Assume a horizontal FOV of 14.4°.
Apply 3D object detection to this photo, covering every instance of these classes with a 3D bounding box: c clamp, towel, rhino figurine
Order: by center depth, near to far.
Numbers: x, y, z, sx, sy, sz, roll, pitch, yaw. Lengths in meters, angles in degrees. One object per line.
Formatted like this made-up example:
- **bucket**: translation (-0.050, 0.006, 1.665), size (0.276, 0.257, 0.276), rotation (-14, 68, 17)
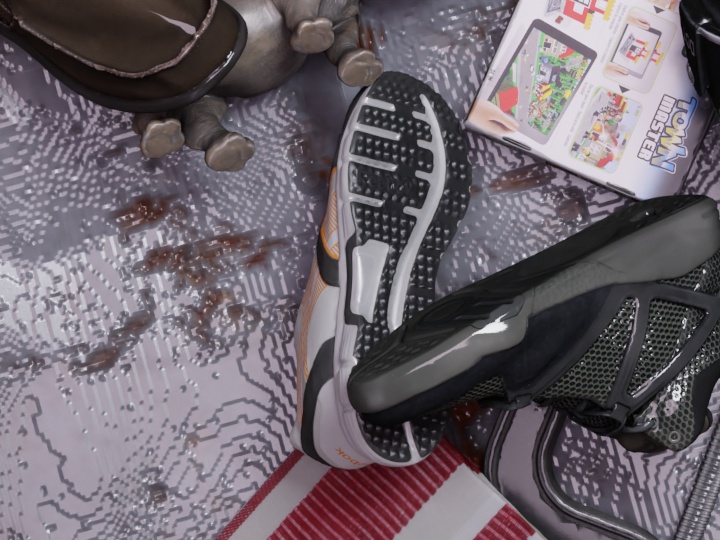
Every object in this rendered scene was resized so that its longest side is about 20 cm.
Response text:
- **towel**: translation (0.024, 0.163, 1.343), size (0.144, 0.023, 0.200), rotation (-48, 64, 3)
- **rhino figurine**: translation (-0.026, -0.124, 1.356), size (0.200, 0.060, 0.087), rotation (-32, 43, 2)
- **c clamp**: translation (0.151, 0.080, 1.368), size (0.171, 0.027, 0.200), rotation (15, 92, 9)

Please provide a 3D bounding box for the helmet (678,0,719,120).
- **helmet**: translation (0.257, -0.105, 1.279), size (0.200, 0.200, 0.191), rotation (-46, 125, 2)

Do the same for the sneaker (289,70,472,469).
- **sneaker**: translation (0.000, 0.000, 1.349), size (0.074, 0.080, 0.200), rotation (20, 66, -29)

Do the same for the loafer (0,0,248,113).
- **loafer**: translation (-0.142, -0.135, 1.329), size (0.200, 0.071, 0.073), rotation (24, 72, 29)

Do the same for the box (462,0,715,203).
- **box**: translation (0.139, -0.138, 1.364), size (0.110, 0.035, 0.200), rotation (24, 91, 4)

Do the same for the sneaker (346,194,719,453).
- **sneaker**: translation (0.093, 0.049, 1.296), size (0.199, 0.076, 0.114), rotation (-24, 101, -27)
